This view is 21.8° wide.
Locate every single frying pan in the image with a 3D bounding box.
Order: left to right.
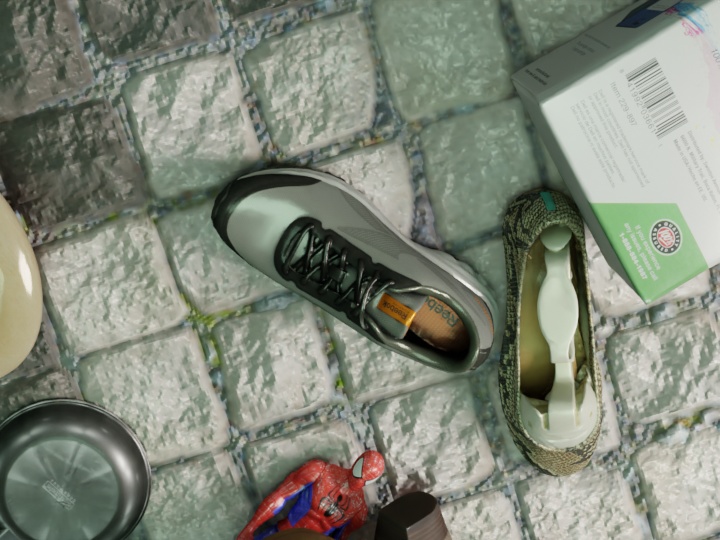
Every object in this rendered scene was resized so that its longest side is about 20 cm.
[{"bbox_3d":[-0.230,0.155,1.234,0.189,0.031,0.116,-22,106,3],"label":"frying pan"}]

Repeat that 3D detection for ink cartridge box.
[{"bbox_3d":[0.213,-0.098,1.116,0.199,0.088,0.146,-31,107,2],"label":"ink cartridge box"}]

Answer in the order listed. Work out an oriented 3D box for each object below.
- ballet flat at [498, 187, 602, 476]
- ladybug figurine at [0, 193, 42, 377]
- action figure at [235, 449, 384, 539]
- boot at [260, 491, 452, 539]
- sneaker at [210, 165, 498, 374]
[{"bbox_3d":[0.121,0.050,1.180,0.067,0.075,0.201,-6,109,-3],"label":"ballet flat"},{"bbox_3d":[-0.276,-0.020,1.149,0.135,0.072,0.200,-35,106,10],"label":"ladybug figurine"},{"bbox_3d":[-0.056,0.190,1.239,0.065,0.052,0.200,42,100,-10],"label":"action figure"},{"bbox_3d":[-0.011,0.231,1.202,0.199,0.070,0.147,-19,126,-28],"label":"boot"},{"bbox_3d":[0.000,0.000,1.159,0.199,0.079,0.074,28,108,-9],"label":"sneaker"}]
